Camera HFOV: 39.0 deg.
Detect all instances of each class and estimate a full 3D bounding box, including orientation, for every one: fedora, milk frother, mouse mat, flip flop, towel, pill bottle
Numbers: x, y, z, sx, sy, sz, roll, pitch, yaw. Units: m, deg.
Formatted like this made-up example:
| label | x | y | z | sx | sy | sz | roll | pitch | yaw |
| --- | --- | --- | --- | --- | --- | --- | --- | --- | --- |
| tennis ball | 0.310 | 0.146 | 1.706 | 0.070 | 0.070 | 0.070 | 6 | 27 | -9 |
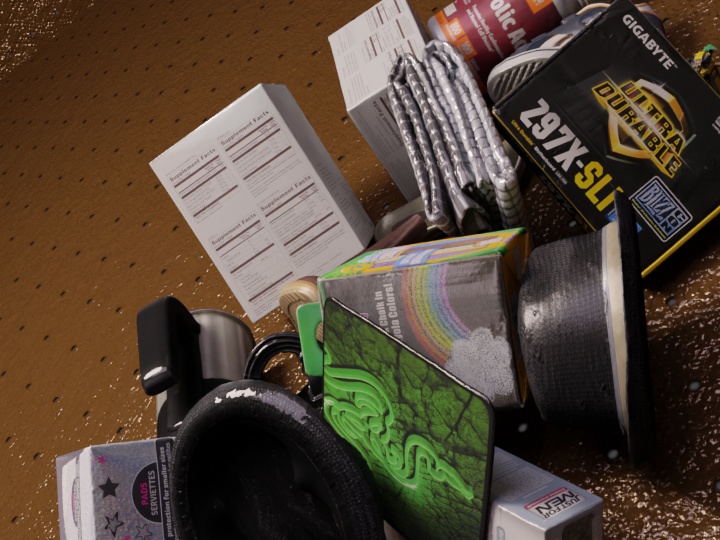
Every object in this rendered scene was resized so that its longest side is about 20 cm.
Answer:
| label | x | y | z | sx | sy | sz | roll | pitch | yaw |
| --- | --- | --- | --- | --- | --- | --- | --- | --- | --- |
| fedora | -0.048 | 0.174 | 0.757 | 0.198 | 0.204 | 0.091 | -17 | -2 | 31 |
| milk frother | -0.117 | 0.108 | 1.015 | 0.196 | 0.183 | 0.189 | -12 | 36 | -5 |
| mouse mat | 0.027 | 0.125 | 0.753 | 0.007 | 0.164 | 0.199 | -15 | 29 | -32 |
| flip flop | 0.094 | -0.087 | 1.107 | 0.198 | 0.058 | 0.082 | -28 | 35 | 18 |
| towel | 0.096 | -0.095 | 0.977 | 0.084 | 0.166 | 0.202 | -21 | 57 | 6 |
| fedora | 0.167 | 0.043 | 0.758 | 0.090 | 0.202 | 0.203 | -6 | 43 | 16 |
| pill bottle | 0.189 | -0.304 | 1.214 | 0.198 | 0.114 | 0.115 | -31 | 34 | 14 |

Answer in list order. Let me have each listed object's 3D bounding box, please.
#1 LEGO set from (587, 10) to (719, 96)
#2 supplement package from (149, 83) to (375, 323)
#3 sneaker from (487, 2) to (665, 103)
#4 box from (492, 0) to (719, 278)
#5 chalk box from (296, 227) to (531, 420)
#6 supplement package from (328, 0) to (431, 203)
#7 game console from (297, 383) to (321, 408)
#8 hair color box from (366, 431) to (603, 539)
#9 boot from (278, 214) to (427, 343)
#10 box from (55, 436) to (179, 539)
| label | x | y | z | sx | sy | sz | roll | pitch | yaw |
| --- | --- | --- | --- | --- | --- | --- | --- | --- | --- |
| LEGO set | 0.251 | -0.168 | 0.990 | 0.200 | 0.116 | 0.153 | -48 | 34 | -12 |
| supplement package | -0.100 | -0.079 | 1.120 | 0.149 | 0.202 | 0.152 | -32 | 5 | 10 |
| sneaker | 0.237 | -0.237 | 1.125 | 0.197 | 0.079 | 0.080 | -11 | 46 | 20 |
| box | 0.236 | -0.115 | 0.896 | 0.159 | 0.201 | 0.049 | -39 | -11 | 2 |
| chalk box | 0.044 | 0.047 | 0.849 | 0.197 | 0.127 | 0.124 | -7 | 9 | 22 |
| supplement package | 0.055 | -0.202 | 1.190 | 0.110 | 0.156 | 0.201 | -29 | 35 | 13 |
| game console | 0.032 | 0.102 | 0.982 | 0.200 | 0.031 | 0.177 | -44 | 29 | -7 |
| hair color box | 0.086 | 0.186 | 0.751 | 0.060 | 0.101 | 0.199 | -14 | 20 | -32 |
| boot | 0.000 | 0.000 | 1.001 | 0.166 | 0.072 | 0.200 | -46 | -9 | -12 |
| box | -0.177 | 0.243 | 0.826 | 0.132 | 0.113 | 0.204 | -26 | 69 | 59 |
